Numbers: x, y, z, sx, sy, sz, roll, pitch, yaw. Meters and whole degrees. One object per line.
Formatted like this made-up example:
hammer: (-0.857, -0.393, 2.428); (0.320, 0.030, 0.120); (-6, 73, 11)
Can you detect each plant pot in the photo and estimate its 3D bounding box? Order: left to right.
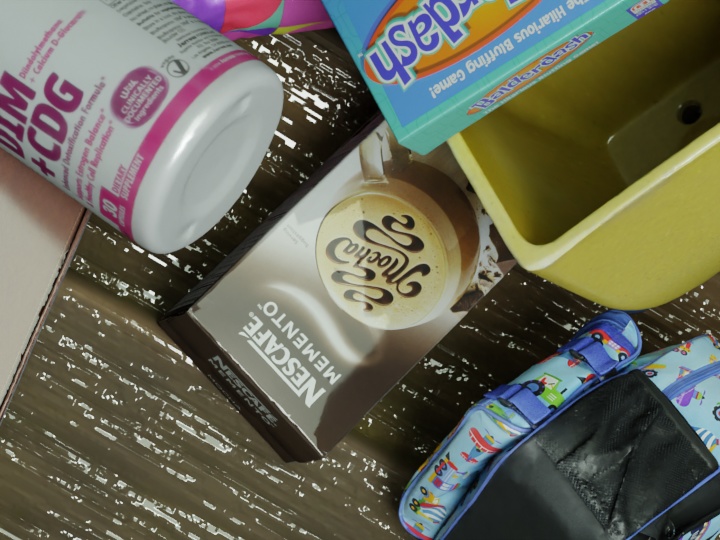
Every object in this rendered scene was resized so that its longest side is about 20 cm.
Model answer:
plant pot: (0.162, -0.092, 1.413); (0.195, 0.200, 0.194); (-35, 58, 11)

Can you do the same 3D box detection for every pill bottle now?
pill bottle: (-0.150, -0.106, 1.360); (0.200, 0.113, 0.113); (34, 74, 16)

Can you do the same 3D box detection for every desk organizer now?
desk organizer: (-0.214, 0.030, 1.402); (0.077, 0.072, 0.200); (24, 77, -10)

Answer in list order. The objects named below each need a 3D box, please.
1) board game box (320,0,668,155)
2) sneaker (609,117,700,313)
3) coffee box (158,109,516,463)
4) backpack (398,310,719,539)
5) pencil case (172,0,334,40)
board game box: (0.042, -0.183, 1.339); (0.152, 0.045, 0.200); (-32, 75, 14)
sneaker: (0.208, -0.058, 1.528); (0.075, 0.088, 0.200); (45, 75, -9)
coffee box: (0.000, 0.000, 1.463); (0.113, 0.080, 0.200); (47, 73, -7)
backpack: (0.145, 0.105, 1.447); (0.200, 0.183, 0.135); (-33, 76, -31)
pencil case: (-0.060, -0.170, 1.465); (0.200, 0.088, 0.088); (-14, 87, -16)
